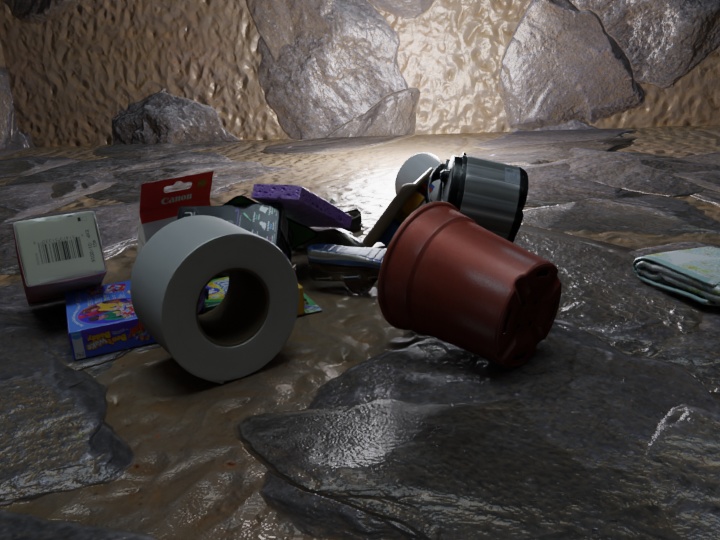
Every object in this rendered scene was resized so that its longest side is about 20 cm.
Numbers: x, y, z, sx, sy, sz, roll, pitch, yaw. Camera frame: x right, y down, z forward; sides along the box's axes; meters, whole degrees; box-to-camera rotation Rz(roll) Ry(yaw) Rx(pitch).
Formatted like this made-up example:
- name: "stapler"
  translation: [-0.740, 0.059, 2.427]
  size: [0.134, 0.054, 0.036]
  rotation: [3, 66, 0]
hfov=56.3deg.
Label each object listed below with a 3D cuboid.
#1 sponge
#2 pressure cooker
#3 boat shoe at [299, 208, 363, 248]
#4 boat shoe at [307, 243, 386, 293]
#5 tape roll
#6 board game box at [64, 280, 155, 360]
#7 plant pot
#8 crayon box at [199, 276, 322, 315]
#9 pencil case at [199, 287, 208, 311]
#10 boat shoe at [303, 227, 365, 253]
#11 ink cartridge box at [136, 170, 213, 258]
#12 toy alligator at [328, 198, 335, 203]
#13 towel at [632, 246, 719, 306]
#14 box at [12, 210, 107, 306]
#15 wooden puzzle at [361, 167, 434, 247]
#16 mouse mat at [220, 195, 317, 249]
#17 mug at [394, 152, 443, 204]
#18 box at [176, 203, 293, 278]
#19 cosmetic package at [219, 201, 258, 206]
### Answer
- name: "sponge"
  translation: [-0.108, -0.120, 1.287]
  size: [0.110, 0.030, 0.199]
  rotation: [5, -10, 28]
- name: "pressure cooker"
  translation: [0.232, -0.149, 1.399]
  size: [0.197, 0.182, 0.176]
  rotation: [11, 10, -1]
- name: "boat shoe"
  translation: [-0.080, -0.095, 1.517]
  size: [0.197, 0.061, 0.074]
  rotation: [-13, 23, -26]
- name: "boat shoe"
  translation: [0.000, 0.000, 1.206]
  size: [0.197, 0.074, 0.072]
  rotation: [10, 21, 20]
- name: "tape roll"
  translation: [-0.203, 0.034, 0.938]
  size: [0.200, 0.206, 0.139]
  rotation: [-15, 22, -31]
- name: "board game box"
  translation: [-0.407, 0.073, 1.099]
  size: [0.133, 0.046, 0.200]
  rotation: [-11, 20, -22]
- name: "plant pot"
  translation: [0.159, 0.028, 0.943]
  size: [0.199, 0.204, 0.194]
  rotation: [-18, 32, -39]
- name: "crayon box"
  translation: [-0.178, 0.045, 1.138]
  size: [0.197, 0.052, 0.126]
  rotation: [-11, 20, -23]
- name: "pencil case"
  translation: [-0.309, 0.014, 1.093]
  size: [0.083, 0.087, 0.200]
  rotation: [-15, 20, -23]
- name: "boat shoe"
  translation: [-0.044, -0.059, 1.389]
  size: [0.073, 0.076, 0.199]
  rotation: [-16, 24, -34]
- name: "ink cartridge box"
  translation: [-0.359, -0.089, 1.334]
  size: [0.160, 0.202, 0.050]
  rotation: [-20, 52, -40]
- name: "toy alligator"
  translation: [-0.145, -0.108, 1.437]
  size: [0.199, 0.055, 0.059]
  rotation: [-40, 12, -6]
- name: "towel"
  translation: [0.590, 0.009, 1.135]
  size: [0.168, 0.049, 0.200]
  rotation: [-5, 18, -16]
- name: "box"
  translation: [-0.520, -0.016, 1.163]
  size: [0.126, 0.111, 0.200]
  rotation: [-13, -6, -27]
- name: "wooden puzzle"
  translation: [0.094, -0.126, 1.462]
  size: [0.046, 0.186, 0.200]
  rotation: [41, 27, 6]
- name: "mouse mat"
  translation: [-0.202, -0.080, 1.318]
  size: [0.199, 0.008, 0.160]
  rotation: [24, -34, -39]
- name: "mug"
  translation: [0.200, -0.206, 1.685]
  size: [0.184, 0.152, 0.153]
  rotation: [-17, 30, -19]
- name: "box"
  translation: [-0.234, -0.048, 1.256]
  size: [0.196, 0.123, 0.108]
  rotation: [-1, 62, 6]
- name: "cosmetic package"
  translation: [-0.286, -0.104, 1.510]
  size: [0.197, 0.092, 0.107]
  rotation: [-11, 2, -16]
